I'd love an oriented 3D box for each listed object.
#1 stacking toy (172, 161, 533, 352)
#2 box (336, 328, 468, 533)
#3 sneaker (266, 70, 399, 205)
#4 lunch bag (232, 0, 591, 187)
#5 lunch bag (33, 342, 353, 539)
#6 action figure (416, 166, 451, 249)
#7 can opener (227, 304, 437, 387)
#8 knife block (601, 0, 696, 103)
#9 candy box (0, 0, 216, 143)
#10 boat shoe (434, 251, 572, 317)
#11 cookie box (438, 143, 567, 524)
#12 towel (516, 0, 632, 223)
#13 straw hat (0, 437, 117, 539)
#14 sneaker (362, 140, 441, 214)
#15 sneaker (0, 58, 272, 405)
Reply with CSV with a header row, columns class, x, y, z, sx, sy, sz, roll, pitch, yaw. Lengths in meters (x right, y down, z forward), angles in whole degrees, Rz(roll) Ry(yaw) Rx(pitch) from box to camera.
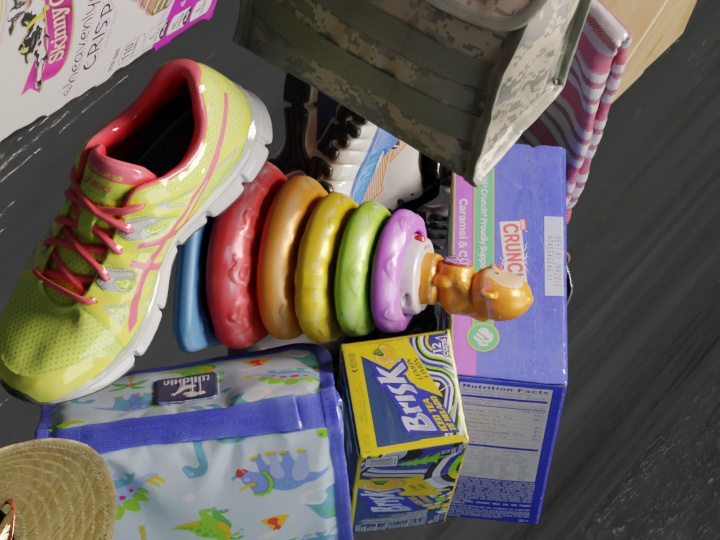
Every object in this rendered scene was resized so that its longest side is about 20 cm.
class,x,y,z,sx,sy,sz,roll,pitch,yaw
stacking toy,0.000,0.000,1.317,0.116,0.200,0.110,-12,109,-72
box,0.021,0.097,1.375,0.064,0.070,0.200,-8,162,-5
sneaker,-0.013,-0.065,1.410,0.089,0.079,0.200,-30,151,-52
lunch bag,0.036,-0.168,1.179,0.118,0.164,0.200,-48,163,-37
lunch bag,-0.092,0.114,1.331,0.170,0.128,0.200,-9,163,-2
action figure,0.103,-0.073,1.704,0.200,0.102,0.119,-30,140,-54
can opener,-0.023,0.047,1.507,0.200,0.067,0.053,-12,113,-49
knife block,0.223,-0.235,1.792,0.200,0.064,0.176,-43,160,-36
candy box,-0.123,-0.136,0.966,0.200,0.061,0.136,-38,158,-46
boat shoe,0.151,-0.021,1.965,0.200,0.091,0.071,-59,164,14
cookie box,0.087,0.042,1.488,0.200,0.075,0.171,93,0,-59
towel,0.097,-0.129,1.487,0.030,0.146,0.200,-31,155,-28
straw hat,-0.224,0.144,1.202,0.201,0.085,0.201,-39,146,-32
sneaker,-0.001,-0.047,1.484,0.200,0.080,0.074,-58,167,18
sneaker,-0.127,-0.026,1.181,0.200,0.078,0.090,-58,157,-10
